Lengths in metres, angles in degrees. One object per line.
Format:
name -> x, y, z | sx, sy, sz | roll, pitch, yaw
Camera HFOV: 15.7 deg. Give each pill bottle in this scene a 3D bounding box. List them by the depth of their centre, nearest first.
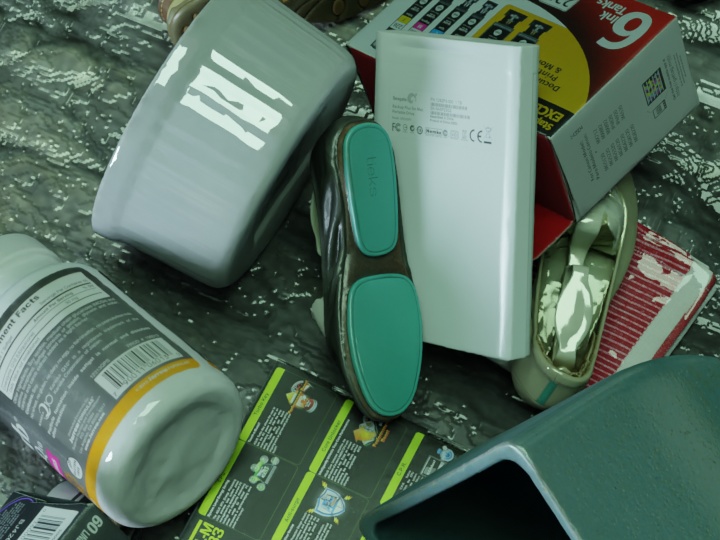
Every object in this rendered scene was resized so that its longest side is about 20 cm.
pill bottle -> -0.178, 0.066, 1.675 | 0.116, 0.117, 0.200 | -41, 55, -19

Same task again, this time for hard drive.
hard drive -> 0.060, -0.052, 1.702 | 0.026, 0.202, 0.131 | -9, 14, -43

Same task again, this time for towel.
towel -> 0.126, 0.004, 1.777 | 0.199, 0.023, 0.144 | 33, 69, 14

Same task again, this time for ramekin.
ramekin -> -0.085, -0.087, 1.726 | 0.097, 0.201, 0.201 | 31, 67, 4

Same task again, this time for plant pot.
plant pot -> 0.160, 0.159, 1.593 | 0.200, 0.196, 0.196 | -35, 91, -35

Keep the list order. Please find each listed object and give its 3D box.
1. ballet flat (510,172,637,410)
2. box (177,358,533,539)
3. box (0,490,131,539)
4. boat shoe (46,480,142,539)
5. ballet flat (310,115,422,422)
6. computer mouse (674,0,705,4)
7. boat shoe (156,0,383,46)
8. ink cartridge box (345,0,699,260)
ballet flat -> 0.147, -0.004, 1.735 | 0.069, 0.070, 0.201 | 11, 67, 4
box -> -0.014, 0.184, 1.675 | 0.192, 0.048, 0.201 | 23, 66, 12
box -> -0.154, 0.242, 1.555 | 0.200, 0.106, 0.123 | 48, 67, -24
boat shoe -> -0.205, 0.226, 1.636 | 0.068, 0.074, 0.200 | 20, 55, 24
ballet flat -> 0.000, 0.000, 1.712 | 0.068, 0.068, 0.202 | 0, 85, -33
computer mouse -> 0.242, -0.283, 1.911 | 0.140, 0.046, 0.201 | -24, 72, -7
boat shoe -> -0.053, -0.216, 1.854 | 0.199, 0.072, 0.068 | -18, 51, -16
ink cartridge box -> 0.094, -0.119, 1.758 | 0.199, 0.084, 0.176 | 27, 62, 40
